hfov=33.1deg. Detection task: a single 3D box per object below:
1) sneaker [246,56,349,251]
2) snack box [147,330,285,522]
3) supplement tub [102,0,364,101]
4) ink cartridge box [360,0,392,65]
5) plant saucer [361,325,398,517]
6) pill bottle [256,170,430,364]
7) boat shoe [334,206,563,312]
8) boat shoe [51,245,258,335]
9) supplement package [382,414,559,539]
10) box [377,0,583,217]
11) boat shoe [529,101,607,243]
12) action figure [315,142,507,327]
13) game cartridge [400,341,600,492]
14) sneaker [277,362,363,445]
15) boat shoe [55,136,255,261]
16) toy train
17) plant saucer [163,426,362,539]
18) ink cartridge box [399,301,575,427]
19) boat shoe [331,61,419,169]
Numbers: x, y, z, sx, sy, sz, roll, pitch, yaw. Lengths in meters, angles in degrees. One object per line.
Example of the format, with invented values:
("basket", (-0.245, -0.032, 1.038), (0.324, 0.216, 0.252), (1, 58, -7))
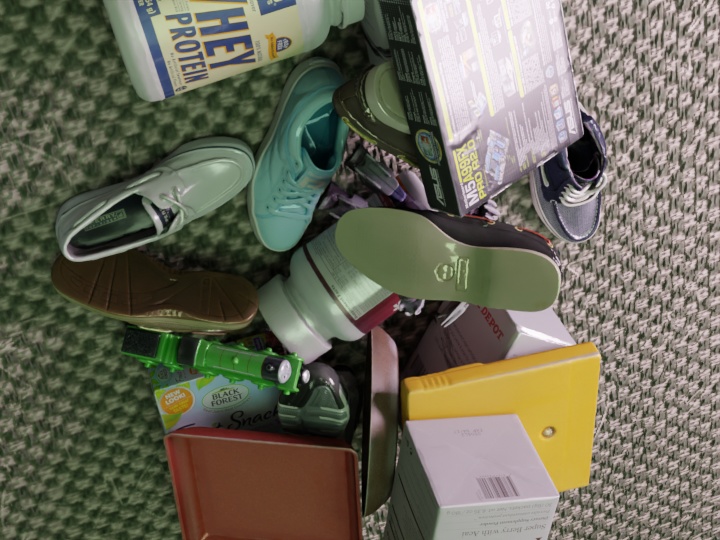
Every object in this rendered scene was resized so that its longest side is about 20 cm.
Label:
("sneaker", (-0.058, -0.095, 1.142), (0.073, 0.082, 0.201), (4, 121, -20))
("snack box", (-0.137, 0.171, 1.306), (0.141, 0.053, 0.201), (-16, 127, -10))
("supplement tub", (-0.109, -0.235, 0.994), (0.199, 0.145, 0.146), (-19, 126, -6))
("ink cartridge box", (0.081, -0.218, 1.108), (0.144, 0.084, 0.201), (-19, 126, -5))
("plant saucer", (0.020, 0.154, 1.258), (0.032, 0.201, 0.201), (2, 123, -1))
("pill bottle", (0.000, 0.000, 1.207), (0.199, 0.110, 0.110), (-36, 126, 7))
("boat shoe", (0.077, -0.014, 1.057), (0.200, 0.063, 0.074), (13, 111, 7))
("boat shoe", (-0.201, 0.029, 1.178), (0.198, 0.072, 0.065), (13, 153, -7))
("supplement package", (0.098, 0.256, 1.169), (0.120, 0.120, 0.201), (-2, 124, -16))
("box", (0.106, -0.170, 1.019), (0.160, 0.044, 0.201), (-33, 124, -26))
("boat shoe", (0.216, -0.091, 1.232), (0.074, 0.093, 0.201), (-26, 126, -1))
("action figure", (0.057, -0.028, 1.113), (0.199, 0.069, 0.131), (35, 89, -6))
("game cartridge", (0.138, 0.163, 1.214), (0.198, 0.033, 0.177), (-9, 124, -10))
("sneaker", (-0.037, 0.132, 1.279), (0.074, 0.116, 0.201), (10, 140, 9))
("boat shoe", (-0.187, -0.058, 1.130), (0.199, 0.065, 0.074), (-27, 122, -1))
("toy train", (-0.145, 0.085, 1.185), (0.056, 0.199, 0.042), (33, 67, -65))
("plant saucer", (-0.095, 0.237, 1.271), (0.198, 0.037, 0.201), (3, 128, 7))
("ink cartridge box", (0.126, 0.111, 1.291), (0.083, 0.145, 0.201), (16, 115, -27))
("boat shoe", (0.060, -0.122, 1.076), (0.059, 0.072, 0.199), (-11, 156, 42))
